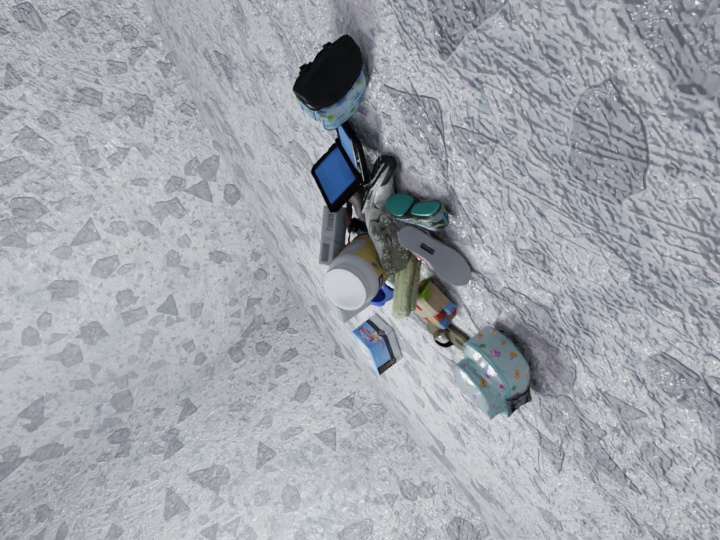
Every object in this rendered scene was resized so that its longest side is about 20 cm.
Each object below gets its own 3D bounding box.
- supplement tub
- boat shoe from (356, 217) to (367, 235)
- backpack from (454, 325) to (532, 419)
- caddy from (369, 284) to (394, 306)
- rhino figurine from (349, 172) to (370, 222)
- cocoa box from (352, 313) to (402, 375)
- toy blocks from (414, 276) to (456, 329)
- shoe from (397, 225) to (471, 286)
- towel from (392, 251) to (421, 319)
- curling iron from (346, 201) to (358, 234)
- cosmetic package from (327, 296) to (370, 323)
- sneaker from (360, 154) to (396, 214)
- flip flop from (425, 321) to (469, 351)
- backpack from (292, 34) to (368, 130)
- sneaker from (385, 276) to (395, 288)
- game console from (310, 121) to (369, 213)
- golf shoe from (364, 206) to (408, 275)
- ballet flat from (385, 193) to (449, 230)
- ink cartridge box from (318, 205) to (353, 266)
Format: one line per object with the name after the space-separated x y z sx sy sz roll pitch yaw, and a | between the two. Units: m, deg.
0.000 0.000 1.361 0.144 0.200 0.146 14 126 20 | supplement tub
0.025 -0.126 1.486 0.200 0.084 0.069 -143 39 -85 | boat shoe
0.315 0.242 1.222 0.176 0.153 0.201 49 158 40 | backpack
0.040 0.017 1.578 0.200 0.141 0.105 49 176 21 | caddy
0.018 -0.179 1.360 0.201 0.087 0.060 56 165 -1 | rhino figurine
0.071 0.311 2.133 0.133 0.131 0.201 41 159 43 | cocoa box
0.201 0.103 1.414 0.137 0.100 0.200 44 166 -2 | toy blocks
0.179 -0.040 1.213 0.200 0.072 0.091 37 -168 8 | shoe
0.121 0.030 1.358 0.148 0.036 0.202 142 138 -74 | towel
-0.028 -0.194 1.400 0.050 0.025 0.202 25 -121 -71 | curling iron
-0.009 0.082 1.779 0.090 0.199 0.107 44 159 29 | cosmetic package
0.059 -0.207 1.246 0.200 0.079 0.074 118 160 -61 | sneaker
0.249 0.197 1.491 0.200 0.057 0.081 32 152 56 | flip flop
-0.064 -0.381 1.083 0.154 0.163 0.200 45 175 -20 | backpack
0.080 -0.020 1.492 0.200 0.078 0.091 37 159 14 | sneaker
-0.066 -0.279 1.273 0.176 0.116 0.201 76 170 -51 | game console
0.063 -0.078 1.292 0.097 0.078 0.201 57 170 49 | golf shoe
0.128 -0.127 1.166 0.200 0.074 0.075 29 150 57 | ballet flat
-0.051 -0.100 1.450 0.047 0.200 0.161 8 98 22 | ink cartridge box
